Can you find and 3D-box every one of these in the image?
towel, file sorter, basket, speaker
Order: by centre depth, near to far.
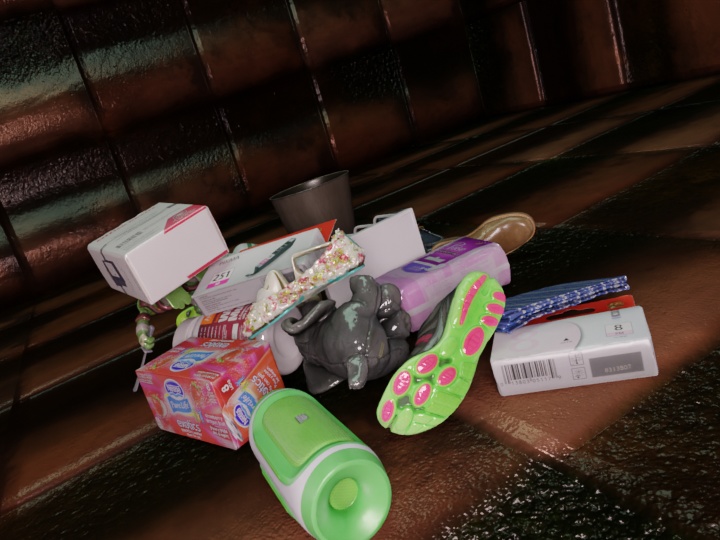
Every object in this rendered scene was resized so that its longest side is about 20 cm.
[{"bbox_3d":[-0.047,0.175,0.585,0.087,0.090,0.199,-23,16,-20],"label":"speaker"},{"bbox_3d":[0.214,0.044,0.772,0.196,0.024,0.144,-14,0,-24],"label":"towel"},{"bbox_3d":[0.000,0.000,1.049,0.197,0.142,0.124,-27,15,-29],"label":"file sorter"},{"bbox_3d":[-0.077,-0.085,1.317,0.177,0.204,0.136,-22,16,-12],"label":"basket"}]

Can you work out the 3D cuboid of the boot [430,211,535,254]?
[{"bbox_3d":[0.208,-0.036,1.072,0.197,0.075,0.076,-22,19,25],"label":"boot"}]

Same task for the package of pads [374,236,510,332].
[{"bbox_3d":[0.121,0.018,0.958,0.197,0.077,0.120,-24,18,-19],"label":"package of pads"}]

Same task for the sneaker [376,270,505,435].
[{"bbox_3d":[0.089,0.094,0.678,0.201,0.076,0.084,-50,-2,-17],"label":"sneaker"}]

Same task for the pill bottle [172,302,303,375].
[{"bbox_3d":[-0.186,0.108,0.944,0.196,0.112,0.109,-9,17,31],"label":"pill bottle"}]

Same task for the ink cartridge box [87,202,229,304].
[{"bbox_3d":[-0.319,-0.034,0.966,0.144,0.086,0.198,-38,27,-29],"label":"ink cartridge box"}]

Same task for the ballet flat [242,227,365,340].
[{"bbox_3d":[-0.084,0.014,0.820,0.198,0.065,0.076,-33,4,6],"label":"ballet flat"}]

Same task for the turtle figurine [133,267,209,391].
[{"bbox_3d":[-0.305,0.076,1.050,0.141,0.205,0.193,-2,-19,-37],"label":"turtle figurine"}]

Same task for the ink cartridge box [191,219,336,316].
[{"bbox_3d":[-0.142,-0.021,0.951,0.196,0.044,0.175,-16,33,21],"label":"ink cartridge box"}]

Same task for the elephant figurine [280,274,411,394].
[{"bbox_3d":[-0.040,0.091,0.820,0.196,0.145,0.154,-12,-17,34],"label":"elephant figurine"}]

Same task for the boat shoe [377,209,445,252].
[{"bbox_3d":[0.103,-0.074,1.274,0.070,0.093,0.198,-27,17,-31],"label":"boat shoe"}]

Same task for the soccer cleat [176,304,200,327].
[{"bbox_3d":[-0.259,0.086,1.205,0.196,0.069,0.081,-13,-5,-25],"label":"soccer cleat"}]

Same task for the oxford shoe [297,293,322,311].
[{"bbox_3d":[-0.155,0.090,1.095,0.196,0.072,0.074,-20,41,-10],"label":"oxford shoe"}]

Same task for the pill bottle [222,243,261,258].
[{"bbox_3d":[-0.180,0.009,1.153,0.195,0.116,0.113,3,9,-16],"label":"pill bottle"}]

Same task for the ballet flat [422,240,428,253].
[{"bbox_3d":[0.057,-0.033,1.229,0.072,0.075,0.197,-30,18,-39],"label":"ballet flat"}]

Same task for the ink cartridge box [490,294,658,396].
[{"bbox_3d":[0.237,0.064,0.709,0.159,0.058,0.201,-13,21,21],"label":"ink cartridge box"}]

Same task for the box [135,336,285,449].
[{"bbox_3d":[-0.197,0.154,0.818,0.197,0.098,0.099,-3,21,45],"label":"box"}]
